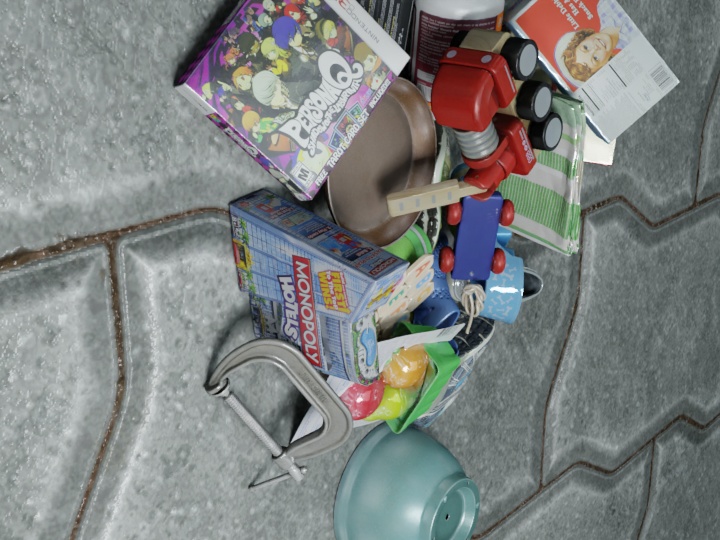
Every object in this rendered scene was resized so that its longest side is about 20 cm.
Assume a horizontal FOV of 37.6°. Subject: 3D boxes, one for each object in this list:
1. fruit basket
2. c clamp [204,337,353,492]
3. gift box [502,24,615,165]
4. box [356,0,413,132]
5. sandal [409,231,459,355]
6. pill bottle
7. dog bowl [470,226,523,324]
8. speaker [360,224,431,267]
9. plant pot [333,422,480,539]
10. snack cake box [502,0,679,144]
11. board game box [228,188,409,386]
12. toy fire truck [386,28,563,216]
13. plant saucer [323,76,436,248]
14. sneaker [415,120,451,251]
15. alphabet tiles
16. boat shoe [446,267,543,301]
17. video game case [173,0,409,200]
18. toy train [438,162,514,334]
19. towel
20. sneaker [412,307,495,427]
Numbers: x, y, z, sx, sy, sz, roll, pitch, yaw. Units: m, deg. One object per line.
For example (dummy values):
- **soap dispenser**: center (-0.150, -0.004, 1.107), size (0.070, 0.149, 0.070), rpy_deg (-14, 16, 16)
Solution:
- **fruit basket**: center (0.018, 0.135, 1.314), size (0.199, 0.094, 0.186), rpy_deg (-5, 139, -36)
- **c clamp**: center (-0.101, 0.164, 1.181), size (0.201, 0.170, 0.027), rpy_deg (59, 22, -28)
- **gift box**: center (0.255, -0.253, 1.419), size (0.185, 0.198, 0.188), rpy_deg (-83, -179, -76)
- **box**: center (-0.010, -0.266, 1.206), size (0.160, 0.043, 0.202), rpy_deg (0, 101, -52)
- **sandal**: center (0.099, 0.047, 1.416), size (0.079, 0.087, 0.202), rpy_deg (-3, 100, -49)
- **pill bottle**: center (0.115, -0.291, 1.279), size (0.109, 0.109, 0.201), rpy_deg (-32, 137, -42)
- **dog bowl**: center (0.180, -0.024, 1.452), size (0.112, 0.049, 0.201), rpy_deg (108, -18, -62)
- **speaker**: center (0.000, 0.000, 1.276), size (0.199, 0.088, 0.089), rpy_deg (-25, 120, -46)
- **plant pot**: center (0.077, 0.319, 1.441), size (0.200, 0.134, 0.202), rpy_deg (-20, 116, -47)
- **snack cake box**: center (0.278, -0.269, 1.290), size (0.115, 0.067, 0.200), rpy_deg (-40, 104, 10)
- **board game box**: center (-0.041, 0.029, 1.138), size (0.062, 0.199, 0.202), rpy_deg (-29, 123, -44)
- **toy fire truck**: center (0.116, -0.152, 1.207), size (0.201, 0.128, 0.176), rpy_deg (-55, 140, -22)
- **plant saucer**: center (0.019, -0.125, 1.229), size (0.200, 0.032, 0.202), rpy_deg (-20, 116, -48)
- **sneaker**: center (0.090, -0.102, 1.373), size (0.088, 0.076, 0.202), rpy_deg (-11, 112, -59)
- **alphabet tiles**: center (0.021, 0.066, 1.297), size (0.195, 0.015, 0.200), rpy_deg (-42, 159, -14)
- **boat shoe**: center (0.201, 0.015, 1.547), size (0.200, 0.071, 0.071), rpy_deg (-1, 103, -50)
- **video game case**: center (-0.065, -0.206, 1.097), size (0.181, 0.036, 0.201), rpy_deg (42, 73, -24)
- **toy train**: center (0.138, -0.032, 1.383), size (0.116, 0.084, 0.201), rpy_deg (-99, -168, -57)
- **towel**: center (0.217, -0.131, 1.324), size (0.023, 0.152, 0.201), rpy_deg (-23, 124, -33)
- **sneaker**: center (0.121, 0.137, 1.501), size (0.200, 0.077, 0.087), rpy_deg (-47, 147, -22)
